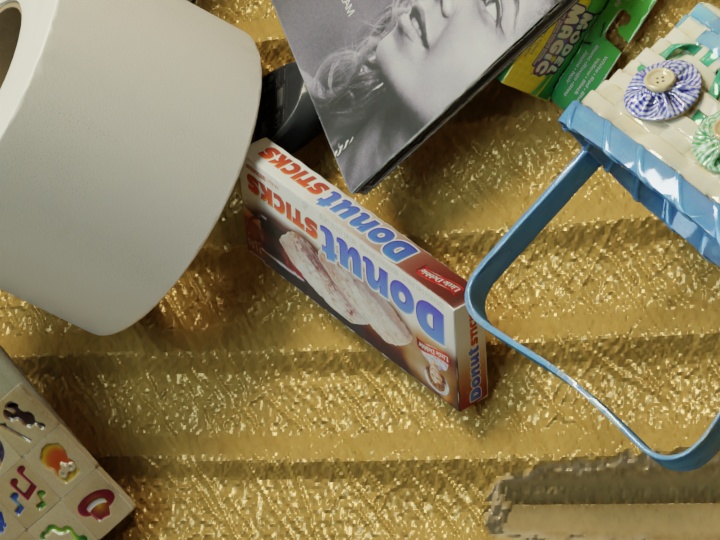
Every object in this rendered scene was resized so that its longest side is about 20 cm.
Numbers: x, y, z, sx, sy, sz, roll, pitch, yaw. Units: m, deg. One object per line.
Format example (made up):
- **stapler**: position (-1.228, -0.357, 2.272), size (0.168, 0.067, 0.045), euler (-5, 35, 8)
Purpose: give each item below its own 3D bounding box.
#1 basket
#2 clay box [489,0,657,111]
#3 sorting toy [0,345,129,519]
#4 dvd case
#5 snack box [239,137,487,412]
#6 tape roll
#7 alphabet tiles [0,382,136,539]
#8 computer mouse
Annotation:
- **basket**: position (0.160, -0.019, 1.464), size (0.176, 0.139, 0.200), euler (37, 93, 40)
- **clay box**: position (0.079, -0.181, 1.645), size (0.200, 0.048, 0.115), euler (44, 109, 41)
- **sorting toy**: position (-0.264, 0.114, 1.789), size (0.185, 0.036, 0.200), euler (-37, 99, 28)
- **dvd case**: position (0.037, -0.158, 1.635), size (0.200, 0.016, 0.149), euler (-41, 55, 30)
- **snack box**: position (0.000, 0.000, 1.654), size (0.200, 0.024, 0.072), euler (37, 142, 42)
- **tape roll**: position (-0.168, -0.079, 1.730), size (0.203, 0.139, 0.203), euler (-44, 30, 34)
- **alphabet tiles**: position (-0.229, 0.159, 1.775), size (0.167, 0.008, 0.200), euler (47, 118, -3)
- **computer mouse**: position (-0.081, -0.064, 1.771), size (0.200, 0.034, 0.059), euler (-30, 45, 40)
